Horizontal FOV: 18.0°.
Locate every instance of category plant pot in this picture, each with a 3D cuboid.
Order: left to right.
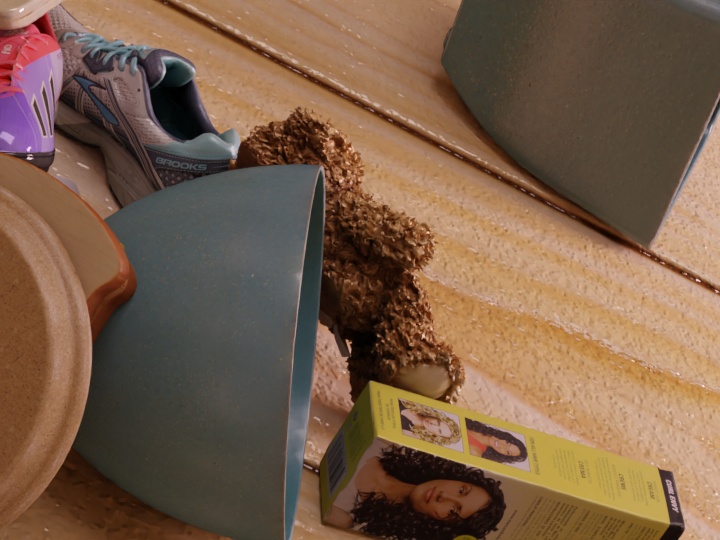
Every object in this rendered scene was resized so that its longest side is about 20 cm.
[{"bbox_3d":[-0.094,0.039,1.196,0.134,0.201,0.201,6,38,2],"label":"plant pot"},{"bbox_3d":[0.174,-0.173,1.625,0.199,0.197,0.196,25,36,8],"label":"plant pot"}]

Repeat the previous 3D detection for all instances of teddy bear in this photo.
[{"bbox_3d":[0.000,0.000,1.324,0.066,0.145,0.200,-25,63,-23],"label":"teddy bear"}]

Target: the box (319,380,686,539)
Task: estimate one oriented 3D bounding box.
[{"bbox_3d":[0.081,0.129,1.296,0.199,0.076,0.050,16,37,-18],"label":"box"}]

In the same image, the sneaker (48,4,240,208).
[{"bbox_3d":[-0.140,-0.113,1.403,0.200,0.087,0.077,46,39,19],"label":"sneaker"}]

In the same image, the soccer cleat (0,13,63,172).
[{"bbox_3d":[-0.202,-0.104,1.300,0.068,0.074,0.200,7,15,-5],"label":"soccer cleat"}]

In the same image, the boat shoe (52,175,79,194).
[{"bbox_3d":[-0.227,-0.006,1.243,0.199,0.072,0.071,-12,79,-48],"label":"boat shoe"}]

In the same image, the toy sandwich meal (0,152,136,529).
[{"bbox_3d":[-0.203,0.039,1.114,0.205,0.205,0.070,46,10,19],"label":"toy sandwich meal"}]

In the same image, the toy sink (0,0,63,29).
[{"bbox_3d":[-0.264,-0.227,1.354,0.198,0.113,0.130,10,29,19],"label":"toy sink"}]
